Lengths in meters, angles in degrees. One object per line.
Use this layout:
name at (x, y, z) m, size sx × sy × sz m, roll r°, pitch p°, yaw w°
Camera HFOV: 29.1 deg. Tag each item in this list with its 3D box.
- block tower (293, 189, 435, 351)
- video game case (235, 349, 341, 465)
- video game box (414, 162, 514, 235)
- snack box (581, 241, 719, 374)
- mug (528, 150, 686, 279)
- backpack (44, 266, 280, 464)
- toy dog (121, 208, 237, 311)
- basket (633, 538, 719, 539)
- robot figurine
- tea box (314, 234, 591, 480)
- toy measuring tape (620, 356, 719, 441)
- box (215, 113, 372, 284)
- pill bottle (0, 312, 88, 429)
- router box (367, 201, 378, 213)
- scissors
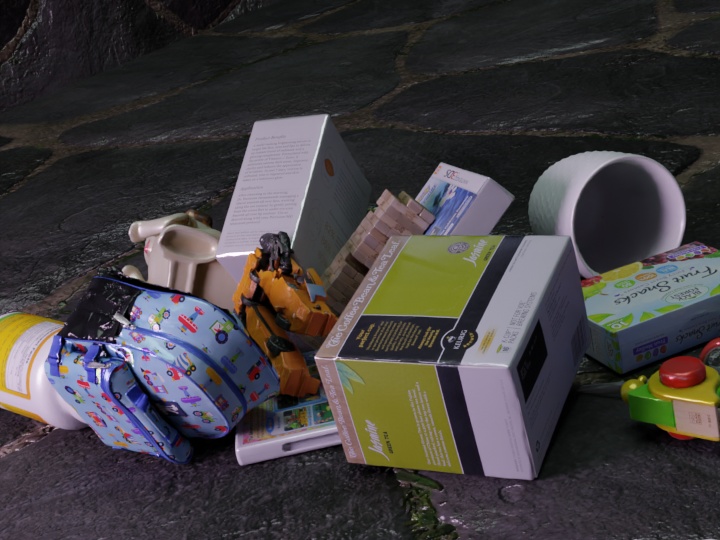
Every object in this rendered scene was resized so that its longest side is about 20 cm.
block tower at (0.000, 0.000, 1.565) m, size 0.201 × 0.054 × 0.058 m, roll -53°, pitch 16°, yaw 5°
video game case at (-0.041, 0.131, 1.453) m, size 0.179 × 0.024 × 0.200 m, roll -12°, pitch 21°, yaw 0°
video game box at (0.076, -0.024, 1.575) m, size 0.201 × 0.047 × 0.182 m, roll -55°, pitch 14°, yaw -1°
snack box at (0.316, 0.035, 1.461) m, size 0.198 × 0.054 × 0.142 m, roll -19°, pitch 22°, yaw -18°
mug at (0.256, -0.047, 1.618) m, size 0.200 × 0.148 × 0.175 m, roll -47°, pitch 18°, yaw -6°
backpack at (-0.188, 0.103, 1.383) m, size 0.198 × 0.183 × 0.135 m, roll 8°, pitch 53°, yaw 36°
toy dog at (-0.213, -0.015, 1.781) m, size 0.191 × 0.142 × 0.200 m, roll -5°, pitch 17°, yaw -21°
basket at (0.230, 0.264, 0.742) m, size 0.195 × 0.163 × 0.200 m, roll -4°, pitch 21°, yaw 21°
robot figurine at (-0.085, 0.046, 1.491) m, size 0.058 × 0.146 × 0.200 m, roll 14°, pitch 19°, yaw -26°
tea box at (0.092, 0.074, 1.306) m, size 0.194 × 0.135 × 0.201 m, roll 2°, pitch 36°, yaw 27°
toy measuring tape at (0.321, 0.117, 1.220) m, size 0.198 × 0.075 × 0.073 m, roll 7°, pitch 27°, yaw 42°
box at (-0.077, -0.061, 1.679) m, size 0.105 × 0.153 × 0.202 m, roll -3°, pitch 55°, yaw 25°
pill bottle at (-0.336, 0.114, 1.536) m, size 0.198 × 0.113 × 0.111 m, roll 9°, pitch 28°, yaw 44°
router box at (-0.053, -0.040, 1.857) m, size 0.198 × 0.063 × 0.149 m, roll 7°, pitch 27°, yaw 41°
scissors at (0.294, 0.114, 1.305) m, size 0.199 × 0.073 × 0.014 m, roll -26°, pitch 18°, yaw 44°
